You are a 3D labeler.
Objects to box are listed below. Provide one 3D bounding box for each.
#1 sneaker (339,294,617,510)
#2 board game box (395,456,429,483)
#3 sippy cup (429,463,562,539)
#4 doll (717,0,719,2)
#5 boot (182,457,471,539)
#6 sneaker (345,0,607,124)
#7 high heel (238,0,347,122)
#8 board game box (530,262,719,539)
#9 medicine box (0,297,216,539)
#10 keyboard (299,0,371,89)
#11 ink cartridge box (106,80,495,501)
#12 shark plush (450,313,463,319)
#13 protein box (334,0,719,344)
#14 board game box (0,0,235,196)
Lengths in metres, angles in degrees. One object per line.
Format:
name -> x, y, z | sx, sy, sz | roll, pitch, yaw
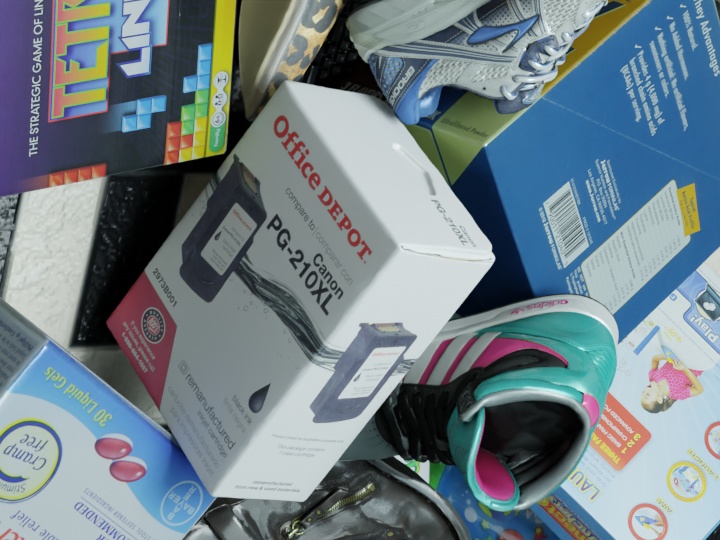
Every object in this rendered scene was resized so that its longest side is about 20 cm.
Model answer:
sneaker -> 0.055, 0.092, 1.616 | 0.200, 0.121, 0.084 | -20, 120, 16
board game box -> -0.014, 0.116, 1.805 | 0.126, 0.035, 0.200 | -20, 124, -31
sippy cup -> 0.128, 0.163, 1.881 | 0.140, 0.130, 0.178 | -8, 117, -37
doll -> 0.306, -0.242, 1.864 | 0.200, 0.048, 0.137 | -32, 122, -30
boot -> -0.037, 0.176, 1.754 | 0.174, 0.069, 0.200 | -46, 122, -8
sneaker -> 0.094, -0.136, 1.571 | 0.077, 0.200, 0.085 | -22, 95, -62
high heel -> 0.010, -0.167, 1.641 | 0.142, 0.071, 0.200 | 17, 92, -37
board game box -> 0.174, 0.080, 1.814 | 0.196, 0.200, 0.056 | -43, 175, -28
medicine box -> -0.214, 0.139, 1.606 | 0.200, 0.103, 0.182 | -52, 134, -6
keyboard -> -0.010, -0.073, 1.716 | 0.127, 0.021, 0.200 | 5, 111, -41
ink cartridge box -> -0.037, 0.012, 1.600 | 0.084, 0.145, 0.200 | 8, 128, -47
shark plush -> 0.000, 0.000, 1.702 | 0.091, 0.083, 0.200 | -30, 112, 7
protein box -> 0.121, -0.075, 1.719 | 0.200, 0.135, 0.199 | -42, 131, -25
board game box -> -0.148, -0.150, 1.525 | 0.165, 0.057, 0.200 | -15, 121, -35
